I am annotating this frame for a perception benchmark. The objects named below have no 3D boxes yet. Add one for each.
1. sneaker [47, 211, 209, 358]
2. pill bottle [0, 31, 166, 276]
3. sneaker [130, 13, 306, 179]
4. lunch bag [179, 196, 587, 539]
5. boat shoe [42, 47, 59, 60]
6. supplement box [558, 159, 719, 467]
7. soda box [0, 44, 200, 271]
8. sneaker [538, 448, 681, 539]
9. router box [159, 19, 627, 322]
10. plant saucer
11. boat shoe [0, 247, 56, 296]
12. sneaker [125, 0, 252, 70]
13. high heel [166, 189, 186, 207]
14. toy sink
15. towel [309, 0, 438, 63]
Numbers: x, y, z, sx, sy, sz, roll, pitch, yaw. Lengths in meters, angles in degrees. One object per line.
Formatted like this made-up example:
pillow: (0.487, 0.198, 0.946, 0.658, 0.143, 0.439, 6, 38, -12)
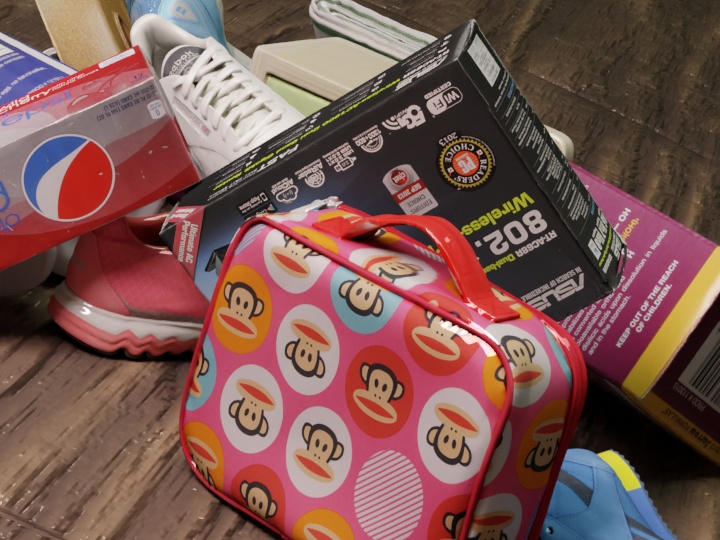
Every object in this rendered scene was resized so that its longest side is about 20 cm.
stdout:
sneaker: (-0.076, 0.006, 1.259, 0.200, 0.087, 0.074, 5, 22, -30)
pill bottle: (-0.222, -0.084, 1.351, 0.200, 0.116, 0.116, 29, 23, 32)
sneaker: (-0.078, -0.089, 1.306, 0.076, 0.081, 0.200, -37, 41, -18)
lunch bag: (0.009, 0.053, 1.058, 0.200, 0.176, 0.082, 31, 24, 36)
boat shoe: (-0.206, -0.125, 1.552, 0.074, 0.067, 0.200, 17, 19, 2)
supplement box: (0.159, 0.017, 1.327, 0.200, 0.103, 0.131, 34, 0, 41)
soda box: (-0.193, -0.046, 1.186, 0.200, 0.070, 0.063, -24, 26, -3)
sneaker: (0.123, 0.151, 1.062, 0.078, 0.066, 0.200, -5, 25, -20)
router box: (0.017, -0.016, 1.151, 0.150, 0.200, 0.062, 54, 25, -16)
plant saucer: (-0.171, -0.148, 1.474, 0.035, 0.200, 0.200, -23, 21, 4)
boat shoe: (-0.260, -0.041, 1.278, 0.200, 0.069, 0.057, 19, 19, 16)
sneaker: (-0.108, -0.114, 1.494, 0.078, 0.200, 0.090, -16, 44, 19)
high heel: (-0.070, -0.055, 1.351, 0.096, 0.067, 0.200, 50, -27, -21)
toy sink: (0.018, -0.058, 1.451, 0.200, 0.130, 0.112, 27, 22, 26)
towel: (0.044, -0.113, 1.584, 0.149, 0.031, 0.200, 28, -21, 27)
